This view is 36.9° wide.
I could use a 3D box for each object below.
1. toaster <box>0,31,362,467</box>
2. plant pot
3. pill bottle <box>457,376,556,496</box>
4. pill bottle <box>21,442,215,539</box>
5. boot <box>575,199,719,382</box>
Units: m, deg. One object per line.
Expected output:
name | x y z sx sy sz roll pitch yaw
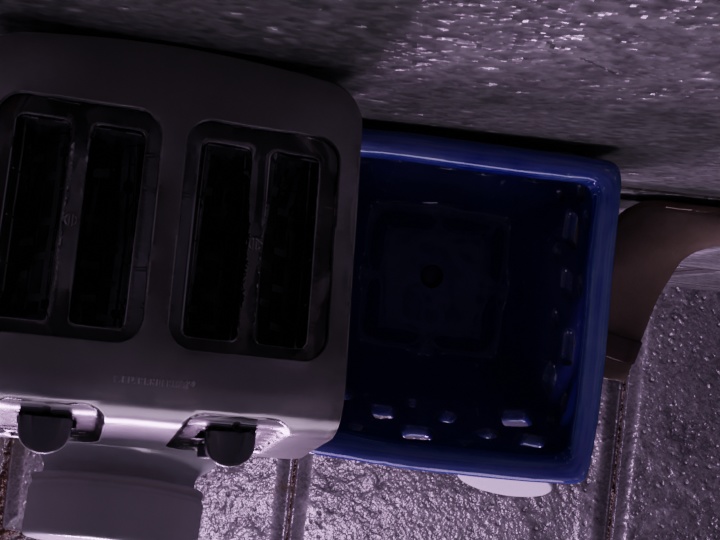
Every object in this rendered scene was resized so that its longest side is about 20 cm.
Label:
toaster | -0.095 -0.010 0.516 0.179 0.202 0.119 8 168 -15
plant pot | 0.053 0.014 0.723 0.198 0.202 0.180 6 -174 2
pill bottle | 0.138 0.089 0.951 0.111 0.202 0.112 10 155 5
pill bottle | -0.129 0.055 0.621 0.113 0.202 0.114 4 162 1
boot | 0.214 0.016 0.871 0.198 0.148 0.070 6 177 19
